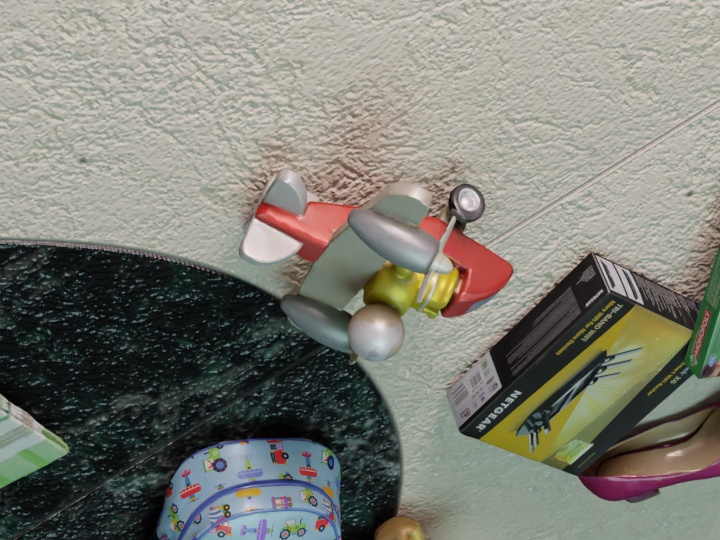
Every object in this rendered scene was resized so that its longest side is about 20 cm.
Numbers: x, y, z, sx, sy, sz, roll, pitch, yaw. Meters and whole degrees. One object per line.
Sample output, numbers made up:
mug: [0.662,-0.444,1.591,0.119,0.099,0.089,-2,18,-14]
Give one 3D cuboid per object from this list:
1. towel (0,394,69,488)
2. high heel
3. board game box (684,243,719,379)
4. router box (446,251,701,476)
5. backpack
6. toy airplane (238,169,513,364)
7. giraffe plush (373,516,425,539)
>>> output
towel: [-0.352,0.137,1.553,0.148,0.031,0.200,-26,147,12]
high heel: [0.302,0.165,1.776,0.200,0.068,0.096,-37,145,24]
board game box: [0.364,-0.001,1.617,0.133,0.029,0.201,-3,123,-25]
router box: [0.199,0.088,1.678,0.156,0.052,0.200,22,125,-35]
backpack: [-0.095,0.248,1.690,0.181,0.135,0.201,3,131,-22]
toy airplane: [0.000,0.000,1.455,0.197,0.142,0.200,-11,155,22]
giraffe plush: [0.076,0.345,1.846,0.172,0.201,0.162,-42,161,20]
